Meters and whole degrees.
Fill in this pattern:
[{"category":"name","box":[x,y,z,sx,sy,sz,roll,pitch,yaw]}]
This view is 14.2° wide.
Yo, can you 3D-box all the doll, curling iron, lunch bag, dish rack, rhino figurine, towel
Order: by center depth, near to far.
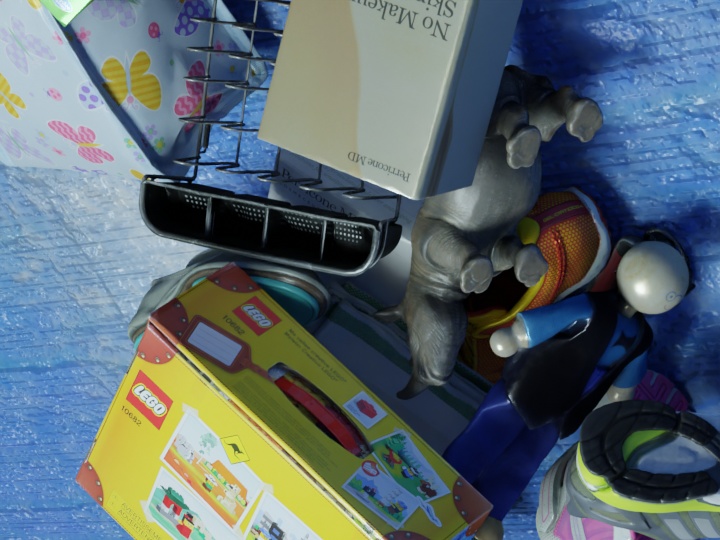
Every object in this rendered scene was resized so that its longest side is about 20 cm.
[{"category":"rhino figurine","box":[0.060,-0.018,1.561,0.087,0.060,0.201,46,119,54]},{"category":"dish rack","box":[-0.036,-0.107,1.589,0.153,0.054,0.201,11,99,26]},{"category":"doll","box":[0.110,0.063,1.590,0.200,0.136,0.049,-53,52,17]},{"category":"lunch bag","box":[-0.174,-0.159,1.668,0.169,0.127,0.200,7,142,47]},{"category":"towel","box":[-0.010,0.121,1.673,0.149,0.031,0.200,36,111,-4]},{"category":"curling iron","box":[0.136,0.036,1.674,0.050,0.026,0.200,42,143,4]}]

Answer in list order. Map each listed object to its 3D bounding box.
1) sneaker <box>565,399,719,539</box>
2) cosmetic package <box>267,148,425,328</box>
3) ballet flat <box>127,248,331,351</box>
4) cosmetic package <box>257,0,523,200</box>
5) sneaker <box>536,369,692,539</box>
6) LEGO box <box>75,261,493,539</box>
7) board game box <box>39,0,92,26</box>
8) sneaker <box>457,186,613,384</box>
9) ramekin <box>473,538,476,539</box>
[{"category":"sneaker","box":[0.205,0.119,1.615,0.199,0.074,0.081,11,154,-13]},{"category":"cosmetic package","box":[0.000,0.000,1.713,0.107,0.085,0.200,33,143,17]},{"category":"ballet flat","box":[-0.074,0.007,1.668,0.067,0.064,0.200,32,153,-21]},{"category":"cosmetic package","box":[0.026,-0.148,1.478,0.105,0.071,0.201,20,107,23]},{"category":"sneaker","box":[0.144,0.135,1.721,0.088,0.081,0.201,23,135,28]},{"category":"LEGO box","box":[-0.046,0.121,1.586,0.200,0.077,0.149,43,135,14]},{"category":"board game box","box":[-0.157,-0.221,1.541,0.135,0.200,0.029,45,121,-6]},{"category":"sneaker","box":[0.075,0.023,1.665,0.073,0.077,0.200,56,146,28]},{"category":"ramekin","box":[-0.024,0.161,1.808,0.199,0.200,0.098,3,121,39]}]
